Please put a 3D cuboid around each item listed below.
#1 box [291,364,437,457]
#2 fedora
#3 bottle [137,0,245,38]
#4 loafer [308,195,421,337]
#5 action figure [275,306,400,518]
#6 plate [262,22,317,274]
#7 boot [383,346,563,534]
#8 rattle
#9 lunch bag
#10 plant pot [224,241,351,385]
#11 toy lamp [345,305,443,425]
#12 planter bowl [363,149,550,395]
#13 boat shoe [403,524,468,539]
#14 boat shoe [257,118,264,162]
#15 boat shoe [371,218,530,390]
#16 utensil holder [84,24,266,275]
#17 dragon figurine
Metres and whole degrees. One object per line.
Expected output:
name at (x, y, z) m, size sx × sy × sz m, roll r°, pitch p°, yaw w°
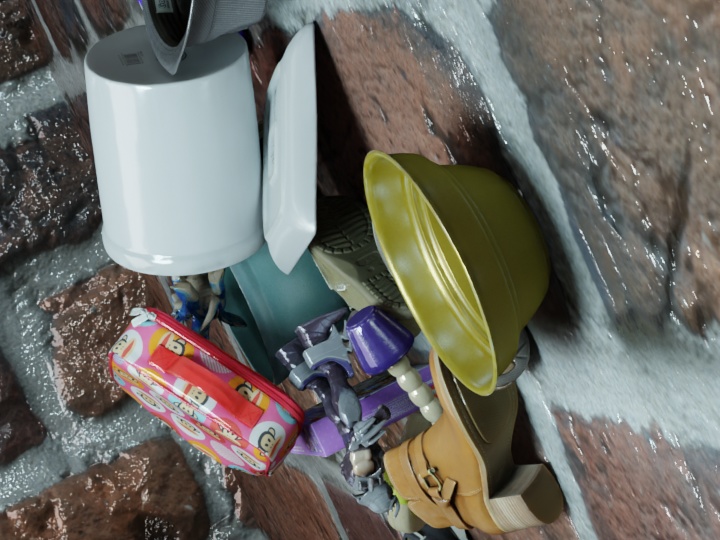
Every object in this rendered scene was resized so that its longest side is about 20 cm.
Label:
box at (-0.002, 0.144, 1.923) m, size 0.039 × 0.137 × 0.200 m, roll 65°, pitch 168°, yaw -1°
fedora at (-0.138, -0.270, 1.715) m, size 0.200 × 0.090 × 0.177 m, roll -132°, pitch 47°, yaw -60°
bottle at (-0.196, -0.297, 1.976) m, size 0.200 × 0.084 × 0.065 m, roll 60°, pitch 173°, yaw 15°
loafer at (0.000, 0.000, 1.775) m, size 0.200 × 0.076 × 0.067 m, roll 52°, pitch 156°, yaw 45°
action figure at (-0.008, 0.142, 1.759) m, size 0.200 × 0.069 × 0.130 m, roll 65°, pitch 161°, yaw 15°
plate at (-0.069, -0.111, 1.752) m, size 0.200 × 0.032 × 0.200 m, roll 128°, pitch 143°, yaw -76°
boot at (0.074, 0.150, 1.640) m, size 0.155 × 0.074 × 0.200 m, roll -12°, pitch 108°, yaw 49°
rattle at (0.106, 0.214, 1.870) m, size 0.200 × 0.143 × 0.130 m, roll 57°, pitch -146°, yaw -62°
lunch bag at (-0.152, 0.119, 1.819) m, size 0.200 × 0.082 × 0.176 m, roll 34°, pitch 166°, yaw 4°
plant pot at (-0.077, 0.006, 1.965) m, size 0.200 × 0.134 × 0.200 m, roll 60°, pitch 166°, yaw 24°
toy lamp at (0.057, 0.117, 1.709) m, size 0.200 × 0.058 × 0.058 m, roll 54°, pitch 170°, yaw -15°
planter bowl at (0.084, -0.014, 1.390) m, size 0.200 × 0.083 × 0.200 m, roll 58°, pitch 165°, yaw 25°
boat shoe at (0.108, 0.323, 1.995) m, size 0.200 × 0.060 × 0.074 m, roll 46°, pitch 157°, yaw 54°
boat shoe at (-0.097, -0.126, 1.962) m, size 0.200 × 0.072 × 0.076 m, roll 106°, pitch 153°, yaw -69°
boat shoe at (0.068, 0.017, 1.544) m, size 0.200 × 0.076 × 0.072 m, roll 62°, pitch 169°, yaw 19°
utensil holder at (-0.177, -0.122, 1.819) m, size 0.170 × 0.170 × 0.200 m, roll -133°, pitch 34°, yaw -53°
dragon figurine at (-0.155, 0.041, 1.904) m, size 0.200 × 0.059 × 0.099 m, roll 43°, pitch 155°, yaw 61°
